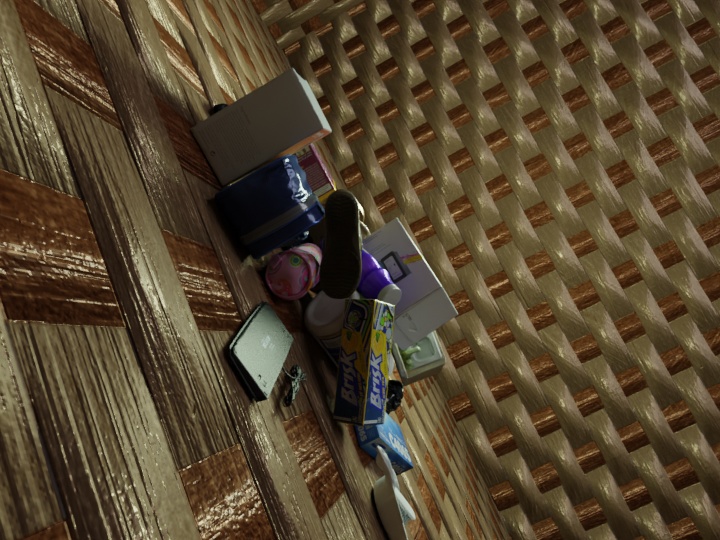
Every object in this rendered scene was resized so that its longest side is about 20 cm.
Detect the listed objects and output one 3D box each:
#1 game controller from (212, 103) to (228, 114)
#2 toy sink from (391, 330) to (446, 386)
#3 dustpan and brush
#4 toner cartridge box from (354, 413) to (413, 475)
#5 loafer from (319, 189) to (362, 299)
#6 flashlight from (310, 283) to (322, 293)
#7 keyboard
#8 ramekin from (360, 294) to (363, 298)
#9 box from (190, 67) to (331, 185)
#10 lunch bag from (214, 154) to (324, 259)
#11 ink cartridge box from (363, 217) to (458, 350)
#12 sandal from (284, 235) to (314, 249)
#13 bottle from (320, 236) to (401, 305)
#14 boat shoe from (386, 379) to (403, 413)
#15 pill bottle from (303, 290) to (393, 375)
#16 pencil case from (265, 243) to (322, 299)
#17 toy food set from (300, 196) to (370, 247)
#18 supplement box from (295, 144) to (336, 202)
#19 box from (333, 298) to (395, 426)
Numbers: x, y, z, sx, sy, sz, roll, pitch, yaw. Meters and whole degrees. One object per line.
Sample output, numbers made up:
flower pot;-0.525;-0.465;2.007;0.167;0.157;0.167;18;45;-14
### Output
game controller;-0.240;-0.249;1.068;0.202;0.042;0.104;62;-7;-18
toy sink;0.128;0.182;1.217;0.200;0.111;0.132;72;-2;-70
dustpan and brush;0.052;0.368;0.855;0.201;0.057;0.140;60;8;-24
toner cartridge box;0.042;0.324;1.013;0.200;0.043;0.096;55;10;-49
loafer;-0.029;-0.046;0.882;0.068;0.075;0.202;-77;175;-62
flashlight;-0.063;0.066;1.103;0.068;0.067;0.201;29;-29;51
keyboard;-0.117;0.119;0.689;0.128;0.020;0.200;57;9;-10
ramekin;-0.029;0.042;1.269;0.202;0.097;0.200;62;8;-15
box;-0.165;-0.245;0.906;0.107;0.198;0.152;62;8;-10
lunch bag;-0.137;-0.100;0.852;0.133;0.135;0.200;62;6;-11
ink cartridge box;0.083;0.031;1.087;0.201;0.145;0.147;61;7;35
sandal;-0.129;-0.060;1.087;0.201;0.054;0.082;57;10;-42
bottle;0.000;0.000;0.985;0.200;0.065;0.084;43;-16;39
boat shoe;0.071;0.295;1.227;0.075;0.066;0.199;65;7;13
pill bottle;-0.015;0.132;0.992;0.201;0.115;0.116;59;8;-36
pencil case;-0.110;-0.003;0.925;0.088;0.087;0.200;63;7;-5
toy food set;-0.073;-0.089;1.123;0.200;0.195;0.049;59;36;-55
supplement box;-0.159;-0.252;1.260;0.201;0.130;0.103;61;6;-25
box;0.007;0.152;0.869;0.070;0.064;0.203;19;74;-54
